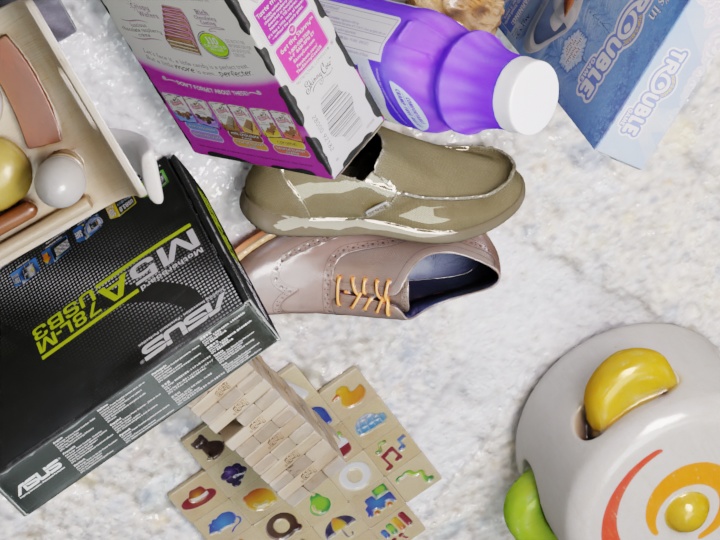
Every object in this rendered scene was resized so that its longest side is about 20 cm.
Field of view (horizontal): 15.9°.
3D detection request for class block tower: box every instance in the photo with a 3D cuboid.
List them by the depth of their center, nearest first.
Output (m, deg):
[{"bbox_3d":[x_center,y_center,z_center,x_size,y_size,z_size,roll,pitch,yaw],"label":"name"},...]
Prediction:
[{"bbox_3d":[-0.088,0.085,1.803,0.054,0.058,0.200,-40,124,7],"label":"block tower"}]

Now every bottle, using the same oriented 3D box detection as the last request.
[{"bbox_3d":[0.035,-0.128,1.633,0.065,0.200,0.084,-55,137,-19],"label":"bottle"}]

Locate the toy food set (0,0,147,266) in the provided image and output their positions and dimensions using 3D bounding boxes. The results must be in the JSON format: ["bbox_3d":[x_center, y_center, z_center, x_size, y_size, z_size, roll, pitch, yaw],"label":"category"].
[{"bbox_3d":[-0.252,-0.060,1.605,0.200,0.060,0.144,-29,106,4],"label":"toy food set"}]

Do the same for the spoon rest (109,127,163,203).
[{"bbox_3d":[-0.229,-0.058,1.675,0.200,0.061,0.099,-8,123,0],"label":"spoon rest"}]

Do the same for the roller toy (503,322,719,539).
[{"bbox_3d":[0.219,0.143,1.907,0.182,0.140,0.200,8,117,-25],"label":"roller toy"}]

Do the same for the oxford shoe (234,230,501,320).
[{"bbox_3d":[0.000,0.000,1.776,0.200,0.073,0.071,-12,124,-13],"label":"oxford shoe"}]

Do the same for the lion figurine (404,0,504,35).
[{"bbox_3d":[0.074,-0.233,1.662,0.122,0.072,0.200,18,108,-40],"label":"lion figurine"}]

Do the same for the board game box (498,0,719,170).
[{"bbox_3d":[0.179,-0.196,1.643,0.043,0.199,0.200,20,111,-30],"label":"board game box"}]

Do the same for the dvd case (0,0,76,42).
[{"bbox_3d":[-0.283,-0.190,1.588,0.149,0.016,0.200,-28,126,-1],"label":"dvd case"}]

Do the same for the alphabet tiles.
[{"bbox_3d":[-0.040,0.158,1.903,0.166,0.006,0.200,-35,126,3],"label":"alphabet tiles"}]

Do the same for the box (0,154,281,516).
[{"bbox_3d":[-0.167,0.037,1.664,0.200,0.193,0.048,-34,125,4],"label":"box"}]

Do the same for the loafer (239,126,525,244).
[{"bbox_3d":[0.019,-0.063,1.743,0.200,0.076,0.068,-5,128,-18],"label":"loafer"}]

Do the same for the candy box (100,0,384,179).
[{"bbox_3d":[-0.087,-0.155,1.606,0.061,0.136,0.200,-51,132,-25],"label":"candy box"}]
